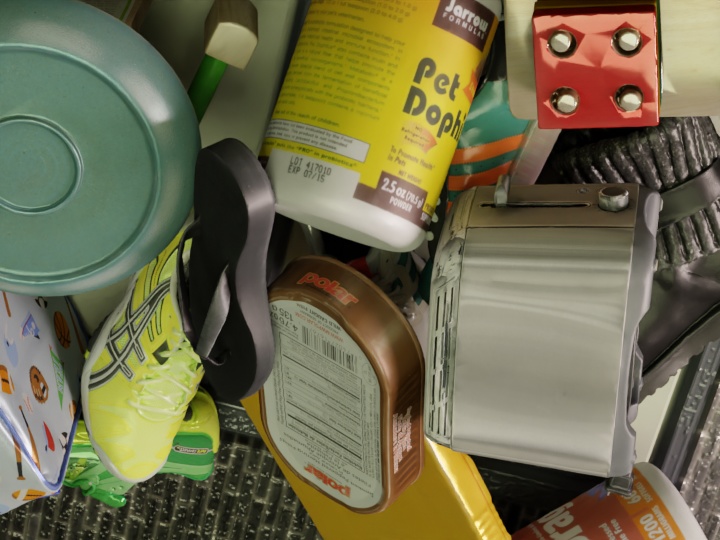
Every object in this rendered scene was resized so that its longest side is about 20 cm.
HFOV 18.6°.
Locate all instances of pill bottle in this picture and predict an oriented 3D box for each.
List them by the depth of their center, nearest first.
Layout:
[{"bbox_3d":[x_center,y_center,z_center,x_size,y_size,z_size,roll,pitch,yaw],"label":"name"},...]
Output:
[{"bbox_3d":[0.015,-0.119,1.281,0.109,0.109,0.201,19,86,-4],"label":"pill bottle"},{"bbox_3d":[0.135,0.222,1.464,0.199,0.112,0.112,-29,115,-5],"label":"pill bottle"}]

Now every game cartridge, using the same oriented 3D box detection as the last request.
[{"bbox_3d":[-0.003,0.107,1.449,0.176,0.032,0.200,3,131,47],"label":"game cartridge"}]

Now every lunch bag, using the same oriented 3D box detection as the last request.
[{"bbox_3d":[-0.236,0.061,1.405,0.075,0.200,0.161,-20,115,14],"label":"lunch bag"}]

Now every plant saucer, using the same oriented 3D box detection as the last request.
[{"bbox_3d":[-0.193,-0.065,1.278,0.199,0.027,0.201,2,121,3],"label":"plant saucer"}]

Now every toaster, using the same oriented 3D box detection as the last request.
[{"bbox_3d":[0.108,0.038,1.306,0.129,0.114,0.201,6,120,8],"label":"toaster"}]

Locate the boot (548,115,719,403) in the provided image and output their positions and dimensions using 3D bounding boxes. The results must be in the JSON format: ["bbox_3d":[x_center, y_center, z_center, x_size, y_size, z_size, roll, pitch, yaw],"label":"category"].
[{"bbox_3d":[0.158,-0.011,1.379,0.211,0.080,0.158,-38,117,13],"label":"boot"}]

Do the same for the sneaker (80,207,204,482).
[{"bbox_3d":[-0.127,0.045,1.414,0.075,0.076,0.201,10,102,-26],"label":"sneaker"}]

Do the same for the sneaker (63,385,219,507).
[{"bbox_3d":[-0.194,0.129,1.512,0.199,0.074,0.084,-6,115,10],"label":"sneaker"}]

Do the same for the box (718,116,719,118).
[{"bbox_3d":[0.246,-0.191,1.282,0.157,0.050,0.200,-24,114,19],"label":"box"}]

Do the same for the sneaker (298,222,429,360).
[{"bbox_3d":[0.000,-0.001,1.400,0.070,0.094,0.200,-14,117,15],"label":"sneaker"}]

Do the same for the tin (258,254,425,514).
[{"bbox_3d":[-0.015,0.074,1.362,0.112,0.042,0.200,32,146,27],"label":"tin"}]

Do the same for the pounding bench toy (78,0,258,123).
[{"bbox_3d":[-0.157,-0.090,1.350,0.199,0.124,0.157,2,120,5],"label":"pounding bench toy"}]

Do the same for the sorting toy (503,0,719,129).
[{"bbox_3d":[0.176,-0.172,1.229,0.199,0.070,0.200,0,116,9],"label":"sorting toy"}]

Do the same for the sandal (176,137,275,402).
[{"bbox_3d":[-0.088,0.003,1.303,0.043,0.076,0.201,-26,143,-25],"label":"sandal"}]

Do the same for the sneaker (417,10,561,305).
[{"bbox_3d":[0.070,-0.070,1.365,0.080,0.071,0.201,24,108,-3],"label":"sneaker"}]
